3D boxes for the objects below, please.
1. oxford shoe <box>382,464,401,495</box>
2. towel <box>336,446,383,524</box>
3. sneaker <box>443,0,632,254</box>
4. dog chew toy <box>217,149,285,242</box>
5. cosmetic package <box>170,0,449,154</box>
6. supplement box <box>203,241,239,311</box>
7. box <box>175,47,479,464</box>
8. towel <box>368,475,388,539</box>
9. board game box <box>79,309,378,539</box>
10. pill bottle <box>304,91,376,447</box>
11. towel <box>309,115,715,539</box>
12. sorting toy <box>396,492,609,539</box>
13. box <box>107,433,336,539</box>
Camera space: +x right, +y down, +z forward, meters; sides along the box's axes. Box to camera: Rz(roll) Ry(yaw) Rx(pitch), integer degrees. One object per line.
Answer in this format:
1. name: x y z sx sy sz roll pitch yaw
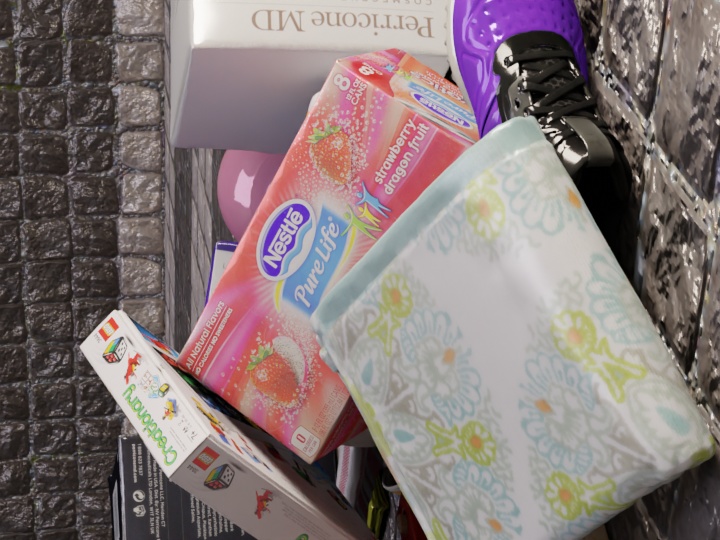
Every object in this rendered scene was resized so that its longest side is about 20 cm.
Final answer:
1. oxford shoe: 0.039 0.059 1.213 0.075 0.057 0.201 -131 41 -75
2. towel: 0.008 0.108 1.321 0.200 0.030 0.147 -76 -8 -60
3. sneaker: 0.093 -0.067 0.897 0.099 0.069 0.201 -178 82 -72
4. dog chew toy: -0.034 -0.054 1.419 0.200 0.124 0.125 -147 55 -67
5. cosmetic package: -0.037 -0.197 1.220 0.166 0.166 0.201 118 152 -69
6. supplement box: -0.049 0.044 1.318 0.200 0.101 0.104 47 -128 -85
7. box: -0.003 -0.010 1.027 0.201 0.102 0.095 -60 -15 20
8. towel: -0.003 0.130 1.563 0.086 0.018 0.201 93 168 -54
9. board game box: -0.065 0.111 1.071 0.200 0.035 0.126 42 -177 -43
10. pill bottle: 0.000 0.000 1.144 0.112 0.112 0.201 -133 56 -73
11. towel: 0.065 0.048 0.874 0.172 0.048 0.200 60 143 12
12. sorting toy: 0.072 0.166 1.033 0.200 0.069 0.199 100 163 -48
13. box: -0.132 0.226 1.766 0.197 0.199 0.118 118 148 -70
